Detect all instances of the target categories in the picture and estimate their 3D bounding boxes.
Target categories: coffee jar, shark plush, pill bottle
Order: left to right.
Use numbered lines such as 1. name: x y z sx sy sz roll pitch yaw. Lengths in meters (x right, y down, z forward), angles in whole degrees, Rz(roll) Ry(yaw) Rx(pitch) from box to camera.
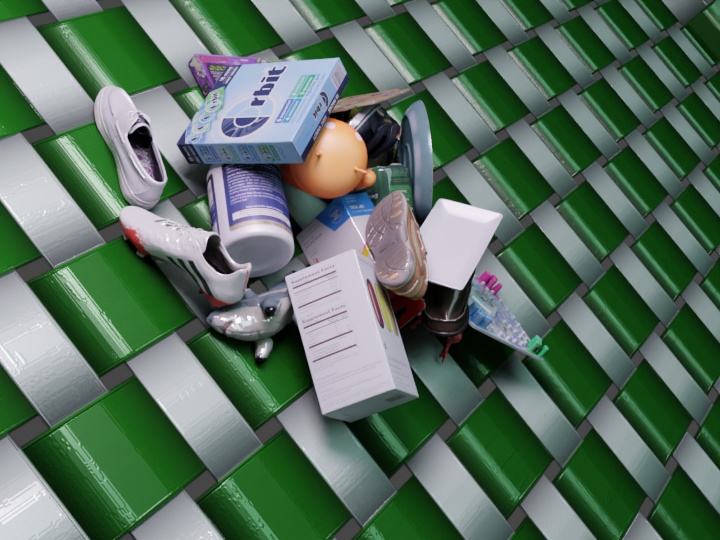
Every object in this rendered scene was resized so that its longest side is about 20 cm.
1. pill bottle: -0.160 -0.101 1.606 0.111 0.111 0.201 15 49 -35
2. shark plush: -0.131 0.036 1.560 0.083 0.091 0.200 20 41 13
3. coffee jar: 0.041 -0.056 1.734 0.085 0.104 0.201 -6 82 -45

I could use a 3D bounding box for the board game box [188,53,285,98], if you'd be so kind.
1. board game box: -0.174 -0.293 1.826 0.199 0.032 0.121 -7 68 -48

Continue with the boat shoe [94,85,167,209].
1. boat shoe: -0.314 -0.183 1.561 0.072 0.068 0.201 9 53 -40

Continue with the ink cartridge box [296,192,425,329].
1. ink cartridge box: 0.000 0.000 1.672 0.067 0.116 0.201 -9 64 -48

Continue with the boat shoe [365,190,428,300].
1. boat shoe: 0.056 -0.032 1.605 0.072 0.075 0.201 42 30 -33

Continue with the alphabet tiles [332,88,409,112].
1. alphabet tiles: -0.022 -0.263 1.777 0.200 0.165 0.006 -33 114 -59

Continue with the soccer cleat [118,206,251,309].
1. soccer cleat: -0.229 -0.033 1.488 0.200 0.085 0.069 38 38 5

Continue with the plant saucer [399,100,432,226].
1. plant saucer: 0.086 -0.170 1.801 0.027 0.201 0.201 -2 53 -6

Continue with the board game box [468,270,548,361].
1. board game box: 0.201 0.046 1.826 0.199 0.026 0.200 26 23 -43

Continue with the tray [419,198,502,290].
1. tray: 0.134 -0.036 1.682 0.107 0.022 0.200 17 41 16

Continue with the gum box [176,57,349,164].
1. gum box: -0.136 -0.223 1.585 0.045 0.199 0.171 60 45 -41

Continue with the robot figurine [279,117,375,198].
1. robot figurine: -0.058 -0.167 1.644 0.116 0.200 0.145 -28 110 -12

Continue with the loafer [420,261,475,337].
1. loafer: 0.132 0.018 1.692 0.072 0.072 0.201 5 41 9

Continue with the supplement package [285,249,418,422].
1. supplement package: -0.011 0.091 1.540 0.114 0.109 0.201 31 40 -67

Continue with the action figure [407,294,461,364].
1. action figure: 0.105 0.065 1.773 0.065 0.099 0.200 17 26 -30

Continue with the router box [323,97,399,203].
1. router box: -0.009 -0.177 1.868 0.157 0.052 0.201 33 40 -20

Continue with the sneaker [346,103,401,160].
1. sneaker: 0.019 -0.221 1.798 0.079 0.078 0.200 48 21 -4
